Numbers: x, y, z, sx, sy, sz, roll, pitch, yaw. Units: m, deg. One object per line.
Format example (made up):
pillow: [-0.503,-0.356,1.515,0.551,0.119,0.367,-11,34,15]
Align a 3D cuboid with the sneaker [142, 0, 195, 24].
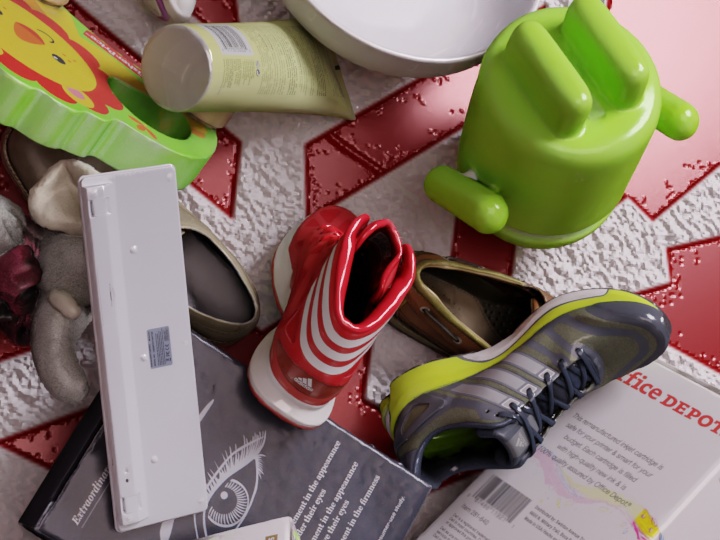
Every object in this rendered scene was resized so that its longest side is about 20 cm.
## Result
sneaker: [-0.119,-0.261,1.008,0.099,0.075,0.201,-9,86,-18]

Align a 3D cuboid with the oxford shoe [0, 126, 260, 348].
oxford shoe: [-0.137,-0.032,0.971,0.200,0.075,0.071,39,74,-10]

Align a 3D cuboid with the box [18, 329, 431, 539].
box: [-0.084,0.143,0.950,0.200,0.104,0.148,35,74,-11]

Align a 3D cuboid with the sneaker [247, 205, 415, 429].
sneaker: [0.000,0.000,0.946,0.078,0.116,0.200,32,33,-17]

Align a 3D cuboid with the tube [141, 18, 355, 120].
tube: [-0.061,-0.126,0.978,0.052,0.200,0.058,27,109,22]

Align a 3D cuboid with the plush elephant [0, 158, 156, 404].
plush elephant: [-0.201,0.010,0.896,0.154,0.165,0.201,14,67,-4]

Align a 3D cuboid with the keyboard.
keyboard: [-0.119,0.044,0.860,0.056,0.011,0.201,-12,104,-33]

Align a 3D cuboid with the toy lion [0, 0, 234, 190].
toy lion: [-0.175,-0.113,0.907,0.200,0.192,0.069,36,105,-11]

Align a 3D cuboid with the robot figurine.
robot figurine: [0.125,-0.089,1.007,0.175,0.200,0.116,-28,70,-17]

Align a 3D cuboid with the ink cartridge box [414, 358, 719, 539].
ink cartridge box: [0.154,0.158,0.987,0.200,0.145,0.084,-44,125,-12]

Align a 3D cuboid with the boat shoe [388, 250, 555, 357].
boat shoe: [0.106,0.046,1.045,0.199,0.068,0.072,20,75,-16]

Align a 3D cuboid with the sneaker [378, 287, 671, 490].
sneaker: [0.107,0.082,0.983,0.199,0.081,0.074,-29,124,16]

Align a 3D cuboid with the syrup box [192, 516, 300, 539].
syrup box: [-0.119,0.208,0.845,0.199,0.082,0.079,-15,114,6]

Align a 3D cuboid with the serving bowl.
serving bowl: [0.020,-0.208,1.040,0.199,0.066,0.201,10,62,-19]
